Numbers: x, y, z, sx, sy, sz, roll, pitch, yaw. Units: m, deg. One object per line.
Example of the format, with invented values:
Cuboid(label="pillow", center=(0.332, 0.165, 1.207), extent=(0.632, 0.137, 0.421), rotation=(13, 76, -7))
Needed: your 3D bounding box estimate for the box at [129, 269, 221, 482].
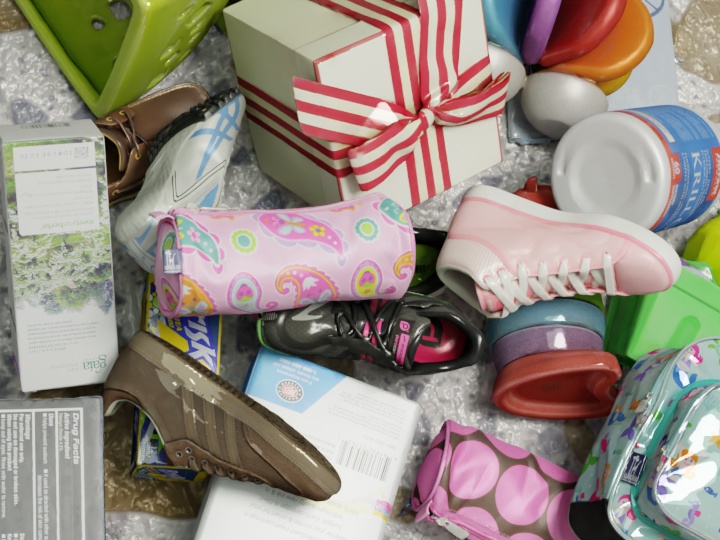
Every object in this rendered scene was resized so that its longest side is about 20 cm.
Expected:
Cuboid(label="box", center=(-0.149, 0.068, 1.194), extent=(0.064, 0.070, 0.202), rotation=(6, 73, -12))

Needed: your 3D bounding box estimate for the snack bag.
Cuboid(label="snack bag", center=(0.223, -0.214, 1.410), extent=(0.187, 0.021, 0.202), rotation=(0, 77, -15))

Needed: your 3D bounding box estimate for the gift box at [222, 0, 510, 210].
Cuboid(label="gift box", center=(0.000, -0.158, 1.201), extent=(0.184, 0.187, 0.201), rotation=(-31, 129, -19))

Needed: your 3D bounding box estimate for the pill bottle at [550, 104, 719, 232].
Cuboid(label="pill bottle", center=(0.261, -0.091, 1.298), extent=(0.199, 0.112, 0.113), rotation=(-15, 76, -53))

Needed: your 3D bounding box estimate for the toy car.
Cuboid(label="toy car", center=(0.169, -0.229, 1.308), extent=(0.198, 0.150, 0.176), rotation=(19, 74, -9))

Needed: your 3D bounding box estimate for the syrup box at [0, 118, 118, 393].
Cuboid(label="syrup box", center=(-0.238, -0.012, 1.144), extent=(0.078, 0.081, 0.202), rotation=(-6, 106, -17))

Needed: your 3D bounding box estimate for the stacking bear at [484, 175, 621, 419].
Cuboid(label="stacking bear", center=(0.164, 0.018, 1.281), extent=(0.113, 0.122, 0.202), rotation=(-6, 64, 9))

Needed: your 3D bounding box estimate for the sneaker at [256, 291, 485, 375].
Cuboid(label="sneaker", center=(0.013, 0.042, 1.165), extent=(0.198, 0.084, 0.077), rotation=(5, 94, -24))

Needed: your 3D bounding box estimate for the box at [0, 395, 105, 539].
Cuboid(label="box", center=(-0.293, 0.203, 1.086), extent=(0.197, 0.123, 0.202), rotation=(0, 76, -14))

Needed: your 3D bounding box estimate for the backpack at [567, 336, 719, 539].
Cuboid(label="backpack", center=(0.282, 0.155, 1.171), extent=(0.177, 0.150, 0.201), rotation=(32, 64, -11))

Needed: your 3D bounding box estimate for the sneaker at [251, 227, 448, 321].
Cuboid(label="sneaker", center=(0.000, 0.000, 1.247), extent=(0.198, 0.087, 0.074), rotation=(-10, 77, -18))

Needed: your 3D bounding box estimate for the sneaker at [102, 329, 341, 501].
Cuboid(label="sneaker", center=(-0.109, 0.129, 1.117), extent=(0.199, 0.070, 0.076), rotation=(35, 91, 10))

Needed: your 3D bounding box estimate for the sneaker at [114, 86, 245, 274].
Cuboid(label="sneaker", center=(-0.137, -0.073, 1.182), extent=(0.073, 0.072, 0.201), rotation=(50, 42, -28))

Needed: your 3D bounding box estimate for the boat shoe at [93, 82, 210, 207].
Cuboid(label="boat shoe", center=(-0.202, -0.098, 1.229), extent=(0.200, 0.068, 0.072), rotation=(-36, 86, -22))

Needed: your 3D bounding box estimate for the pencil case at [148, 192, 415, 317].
Cuboid(label="pencil case", center=(-0.060, -0.012, 1.098), extent=(0.198, 0.087, 0.088), rotation=(-4, 75, -20))

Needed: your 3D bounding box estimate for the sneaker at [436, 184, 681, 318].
Cuboid(label="sneaker", center=(0.153, 0.003, 1.187), extent=(0.199, 0.076, 0.105), rotation=(18, 59, 26))

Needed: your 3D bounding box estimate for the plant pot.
Cuboid(label="plant pot", center=(-0.183, -0.281, 1.226), extent=(0.181, 0.199, 0.201), rotation=(-33, 84, -28))

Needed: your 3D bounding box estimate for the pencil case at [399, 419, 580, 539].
Cuboid(label="pencil case", center=(0.140, 0.207, 1.229), extent=(0.199, 0.091, 0.094), rotation=(23, 38, -8))

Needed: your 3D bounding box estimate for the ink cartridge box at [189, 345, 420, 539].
Cuboid(label="ink cartridge box", center=(-0.052, 0.185, 1.180), extent=(0.144, 0.085, 0.201), rotation=(21, 68, -7))

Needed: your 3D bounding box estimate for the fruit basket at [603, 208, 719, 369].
Cuboid(label="fruit basket", center=(0.335, 0.024, 1.314), extent=(0.214, 0.155, 0.218), rotation=(0, 90, -7))
